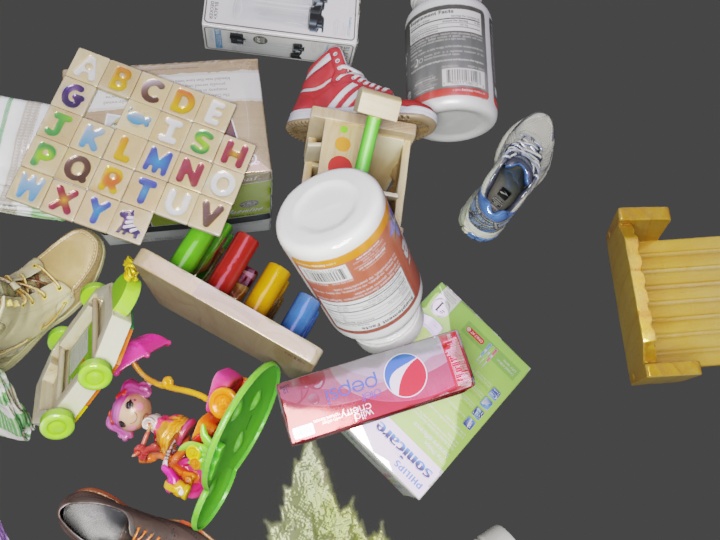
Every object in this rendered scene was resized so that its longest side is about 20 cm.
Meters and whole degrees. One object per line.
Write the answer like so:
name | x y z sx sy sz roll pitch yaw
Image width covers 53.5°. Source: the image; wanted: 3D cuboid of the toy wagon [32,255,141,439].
toy wagon | -0.281 0.074 0.747 0.039 0.155 0.200 32 105 -33

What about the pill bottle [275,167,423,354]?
pill bottle | 0.000 0.000 0.742 0.112 0.200 0.113 -12 49 15

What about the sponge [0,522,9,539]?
sponge | -0.396 0.360 0.740 0.111 0.030 0.201 -29 82 -14

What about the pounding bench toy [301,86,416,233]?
pounding bench toy | -0.008 -0.097 0.819 0.123 0.200 0.157 9 75 -6

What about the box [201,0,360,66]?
box | -0.101 -0.343 0.938 0.199 0.060 0.117 4 76 -7

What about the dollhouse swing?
dollhouse swing | 0.410 0.030 0.875 0.175 0.182 0.201 -7 76 11

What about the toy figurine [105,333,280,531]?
toy figurine | -0.213 0.154 0.787 0.183 0.150 0.201 24 99 12

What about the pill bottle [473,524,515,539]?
pill bottle | 0.095 0.370 0.766 0.199 0.113 0.113 -30 82 -13

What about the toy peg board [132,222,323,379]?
toy peg board | -0.120 0.024 0.773 0.198 0.200 0.098 29 74 0

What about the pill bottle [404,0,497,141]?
pill bottle | 0.116 -0.280 0.926 0.115 0.116 0.201 2 76 -8

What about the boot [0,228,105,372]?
boot | -0.361 0.019 0.762 0.073 0.155 0.200 40 74 3

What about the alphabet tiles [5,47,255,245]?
alphabet tiles | -0.211 -0.111 0.689 0.199 0.008 0.168 19 74 -2

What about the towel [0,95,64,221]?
towel | -0.441 -0.144 0.855 0.199 0.031 0.150 8 76 -7

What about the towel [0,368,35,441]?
towel | -0.417 0.118 0.710 0.152 0.200 0.024 12 57 -5

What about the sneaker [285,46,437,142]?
sneaker | 0.007 -0.220 0.888 0.199 0.071 0.113 5 69 25

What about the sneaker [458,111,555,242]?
sneaker | 0.205 -0.128 0.918 0.077 0.085 0.201 31 73 0

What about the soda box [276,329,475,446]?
soda box | 0.014 0.124 0.749 0.199 0.070 0.064 -15 75 -9

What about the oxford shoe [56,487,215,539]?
oxford shoe | -0.230 0.293 0.757 0.199 0.073 0.072 22 74 -3

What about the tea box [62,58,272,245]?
tea box | -0.204 -0.125 0.799 0.199 0.197 0.134 -6 77 -10

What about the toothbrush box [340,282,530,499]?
toothbrush box | 0.073 0.139 0.833 0.146 0.086 0.200 43 74 4
